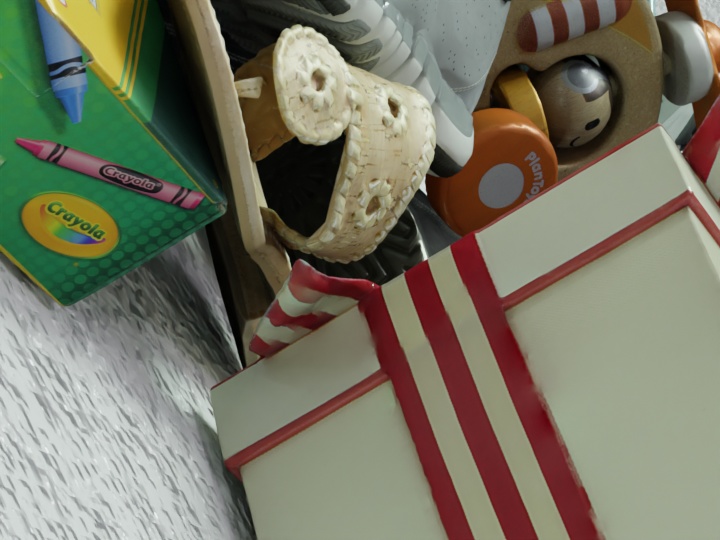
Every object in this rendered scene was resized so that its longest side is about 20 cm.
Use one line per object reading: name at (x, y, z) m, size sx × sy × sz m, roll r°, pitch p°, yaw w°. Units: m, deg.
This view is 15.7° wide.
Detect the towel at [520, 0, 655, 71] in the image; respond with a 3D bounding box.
towel at (0.082, -0.126, 1.109) m, size 0.171 × 0.048 × 0.201 m, roll 106°, pitch -16°, yaw -65°

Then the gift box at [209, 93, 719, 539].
gift box at (0.072, 0.073, 0.763) m, size 0.200 × 0.184 × 0.187 m, roll 55°, pitch 12°, yaw -42°

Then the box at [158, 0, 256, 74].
box at (-0.043, -0.193, 0.861) m, size 0.117 × 0.198 × 0.200 m, roll 25°, pitch -10°, yaw 34°

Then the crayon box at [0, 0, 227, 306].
crayon box at (-0.118, -0.094, 0.673) m, size 0.200 × 0.058 × 0.119 m, roll 48°, pitch 15°, yaw -47°

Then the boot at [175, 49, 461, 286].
boot at (0.002, 0.000, 0.997) m, size 0.183 × 0.072 × 0.200 m, roll 64°, pitch 5°, yaw 29°

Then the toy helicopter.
toy helicopter at (0.092, -0.102, 0.941) m, size 0.131 × 0.201 × 0.079 m, roll 7°, pitch 23°, yaw -27°

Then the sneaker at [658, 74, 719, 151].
sneaker at (0.094, -0.033, 1.205) m, size 0.075 × 0.200 × 0.092 m, roll 2°, pitch 44°, yaw -53°

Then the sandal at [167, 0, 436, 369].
sandal at (-0.012, -0.035, 0.777) m, size 0.212 × 0.069 × 0.078 m, roll 88°, pitch -15°, yaw -64°

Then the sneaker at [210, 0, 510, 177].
sneaker at (0.006, -0.115, 0.818) m, size 0.075 × 0.116 × 0.200 m, roll 22°, pitch -9°, yaw 21°
